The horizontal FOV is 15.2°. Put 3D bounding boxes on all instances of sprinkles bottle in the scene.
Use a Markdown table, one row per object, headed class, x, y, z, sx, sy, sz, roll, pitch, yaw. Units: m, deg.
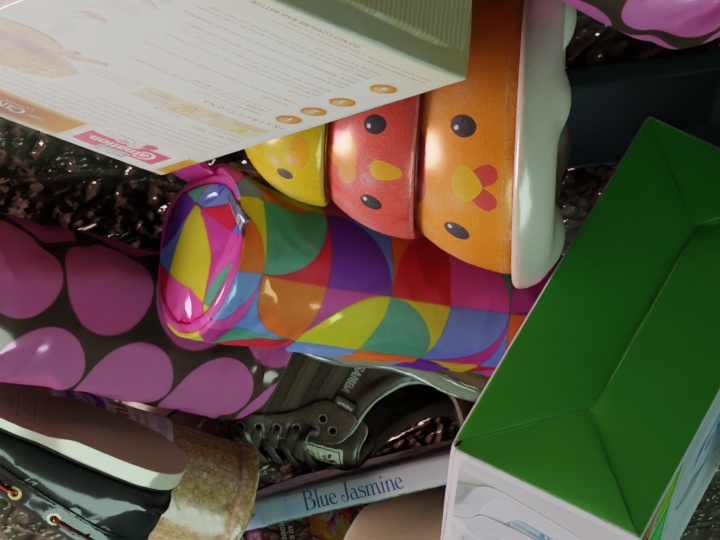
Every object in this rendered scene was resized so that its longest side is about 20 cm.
| class | x | y | z | sx | sy | sz | roll | pitch | yaw |
| --- | --- | --- | --- | --- | --- | --- | --- | --- | --- |
| sprinkles bottle | -0.154 | 0.093 | 1.396 | 0.199 | 0.069 | 0.068 | 19 | 139 | -18 |

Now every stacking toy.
| class | x | y | z | sx | sy | sz | roll | pitch | yaw |
| --- | --- | --- | --- | --- | --- | --- | --- | --- | --- |
| stacking toy | -0.004 | -0.069 | 1.213 | 0.199 | 0.147 | 0.146 | 3 | 149 | 5 |

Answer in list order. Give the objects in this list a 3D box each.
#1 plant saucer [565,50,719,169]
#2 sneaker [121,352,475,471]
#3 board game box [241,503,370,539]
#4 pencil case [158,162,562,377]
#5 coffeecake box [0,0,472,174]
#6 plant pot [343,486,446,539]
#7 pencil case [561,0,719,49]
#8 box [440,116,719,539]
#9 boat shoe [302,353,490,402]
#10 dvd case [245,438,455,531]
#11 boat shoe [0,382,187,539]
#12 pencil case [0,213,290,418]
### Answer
| class | x | y | z | sx | sy | sz | roll | pitch | yaw |
| --- | --- | --- | --- | --- | --- | --- | --- | --- | --- |
| plant saucer | 0.086 | -0.073 | 1.317 | 0.199 | 0.019 | 0.070 | -7 | 148 | -8 |
| sneaker | -0.031 | 0.073 | 1.450 | 0.199 | 0.076 | 0.071 | -16 | 149 | 4 |
| board game box | -0.005 | 0.227 | 1.618 | 0.199 | 0.160 | 0.097 | 3 | 151 | -23 |
| pencil case | 0.000 | 0.000 | 1.282 | 0.199 | 0.089 | 0.088 | 11 | 141 | -32 |
| coffeecake box | -0.076 | -0.110 | 1.071 | 0.153 | 0.074 | 0.199 | 19 | 158 | -37 |
| plant pot | 0.052 | 0.195 | 1.503 | 0.134 | 0.201 | 0.201 | 16 | 152 | 14 |
| pencil case | 0.087 | -0.161 | 1.113 | 0.199 | 0.091 | 0.093 | 17 | 169 | -40 |
| box | 0.119 | 0.064 | 1.254 | 0.096 | 0.200 | 0.177 | 25 | 150 | 14 |
| boat shoe | 0.051 | 0.018 | 1.397 | 0.199 | 0.076 | 0.072 | 7 | 141 | -33 |
| dvd case | 0.022 | 0.111 | 1.495 | 0.199 | 0.018 | 0.143 | -15 | 179 | 24 |
| boat shoe | -0.186 | 0.077 | 1.309 | 0.201 | 0.074 | 0.063 | 27 | 107 | -7 |
| pencil case | -0.133 | 0.016 | 1.303 | 0.199 | 0.091 | 0.093 | 16 | 179 | -37 |
